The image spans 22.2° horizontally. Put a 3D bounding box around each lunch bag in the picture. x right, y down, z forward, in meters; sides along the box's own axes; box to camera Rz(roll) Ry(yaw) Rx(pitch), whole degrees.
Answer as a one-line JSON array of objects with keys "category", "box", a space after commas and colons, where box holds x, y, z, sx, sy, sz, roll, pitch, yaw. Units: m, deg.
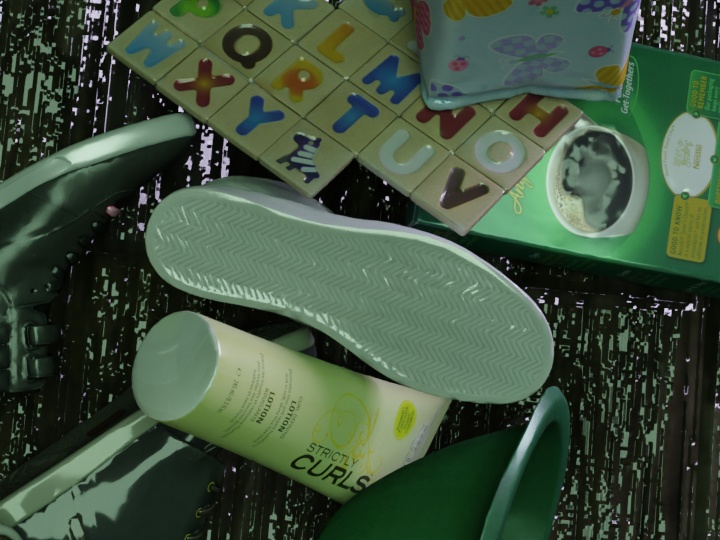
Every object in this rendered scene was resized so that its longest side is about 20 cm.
[{"category": "lunch bag", "box": [0.070, -0.204, 0.886, 0.127, 0.170, 0.200, -2, 60, -5]}]

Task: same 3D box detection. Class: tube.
[{"category": "tube", "box": [-0.025, 0.070, 0.876, 0.058, 0.200, 0.052, -30, 57, 23]}]

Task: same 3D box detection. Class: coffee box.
[{"category": "coffee box", "box": [0.129, -0.060, 0.968, 0.200, 0.044, 0.123, 10, 80, -7]}]

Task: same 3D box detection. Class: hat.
[{"category": "hat", "box": [-0.010, 0.128, 0.895, 0.176, 0.166, 0.200, 15, 51, 16]}]

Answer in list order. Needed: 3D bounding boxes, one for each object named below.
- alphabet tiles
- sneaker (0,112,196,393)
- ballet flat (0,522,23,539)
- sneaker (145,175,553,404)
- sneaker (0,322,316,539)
[{"category": "alphabet tiles", "box": [0.003, -0.104, 0.916, 0.200, 0.008, 0.167, 36, 59, 17]}, {"category": "sneaker", "box": [-0.155, 0.001, 0.911, 0.200, 0.071, 0.099, -29, 90, -4]}, {"category": "ballet flat", "box": [-0.186, 0.195, 0.871, 0.069, 0.069, 0.200, -3, 117, -9]}, {"category": "sneaker", "box": [0.000, 0.000, 0.905, 0.200, 0.116, 0.074, 22, 100, 0]}, {"category": "sneaker", "box": [-0.092, 0.113, 0.912, 0.200, 0.075, 0.106, -33, 101, -10]}]
